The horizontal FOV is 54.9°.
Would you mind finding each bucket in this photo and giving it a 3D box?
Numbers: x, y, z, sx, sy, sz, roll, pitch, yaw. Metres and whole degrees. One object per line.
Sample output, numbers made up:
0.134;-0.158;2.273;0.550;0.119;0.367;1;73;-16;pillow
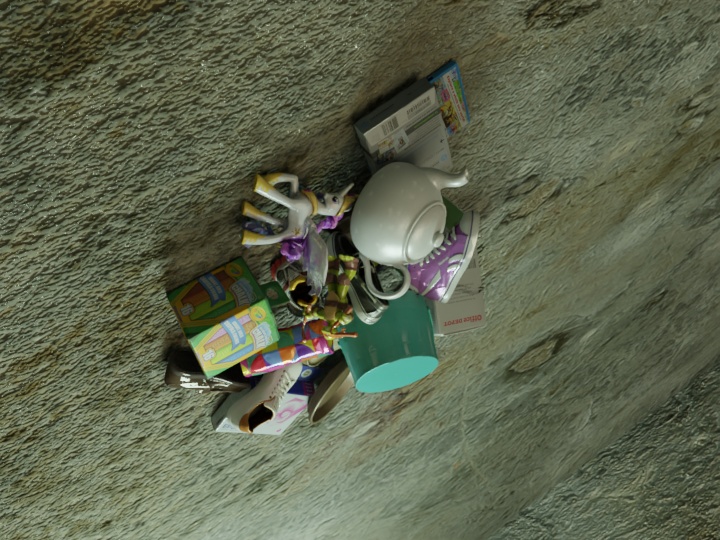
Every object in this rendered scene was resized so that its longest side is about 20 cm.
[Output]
0.057;0.148;1.391;0.202;0.137;0.208;-13;154;-6;bucket

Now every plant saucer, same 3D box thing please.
-0.057;0.267;1.596;0.200;0.029;0.201;-47;163;-19;plant saucer

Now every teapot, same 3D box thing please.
0.084;-0.081;1.231;0.196;0.145;0.203;-35;146;-34;teapot

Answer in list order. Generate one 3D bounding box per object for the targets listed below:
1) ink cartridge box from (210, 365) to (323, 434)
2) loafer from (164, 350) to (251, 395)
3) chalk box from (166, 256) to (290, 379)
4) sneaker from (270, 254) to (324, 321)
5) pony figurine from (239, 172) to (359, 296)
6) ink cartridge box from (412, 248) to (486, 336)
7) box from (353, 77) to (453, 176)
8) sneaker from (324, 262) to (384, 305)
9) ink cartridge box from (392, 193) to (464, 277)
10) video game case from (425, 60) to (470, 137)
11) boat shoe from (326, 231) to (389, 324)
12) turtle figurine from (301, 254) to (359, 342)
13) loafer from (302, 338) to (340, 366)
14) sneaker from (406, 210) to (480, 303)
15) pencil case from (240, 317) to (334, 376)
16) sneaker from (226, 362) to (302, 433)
-0.197;0.285;1.525;0.194;0.044;0.200;17;123;-45;ink cartridge box
-0.305;0.207;1.372;0.198;0.074;0.071;22;123;-43;loafer
-0.228;0.074;1.261;0.197;0.125;0.125;-29;140;-16;chalk box
-0.114;0.056;1.368;0.077;0.082;0.201;-37;142;-5;sneaker
-0.110;-0.077;1.216;0.196;0.167;0.197;7;115;-24;pony figurine
0.186;0.032;1.504;0.143;0.083;0.205;-7;90;-34;ink cartridge box
0.085;-0.227;1.273;0.154;0.041;0.201;-35;140;-7;box
-0.008;0.013;1.422;0.201;0.066;0.079;-52;176;-20;sneaker
0.134;-0.071;1.399;0.047;0.145;0.203;-7;131;-46;ink cartridge box
0.112;-0.279;1.294;0.198;0.018;0.144;-36;140;-6;video game case
0.000;0.000;1.313;0.070;0.203;0.064;-1;145;-44;boat shoe
-0.040;0.057;1.253;0.063;0.199;0.165;13;82;-28;turtle figurine
-0.055;0.138;1.502;0.201;0.068;0.076;-48;140;9;loafer
0.146;-0.034;1.305;0.112;0.073;0.203;20;119;-5;sneaker
-0.150;0.149;1.375;0.195;0.090;0.089;-14;140;7;pencil case
-0.177;0.260;1.424;0.200;0.084;0.074;-45;130;-27;sneaker
